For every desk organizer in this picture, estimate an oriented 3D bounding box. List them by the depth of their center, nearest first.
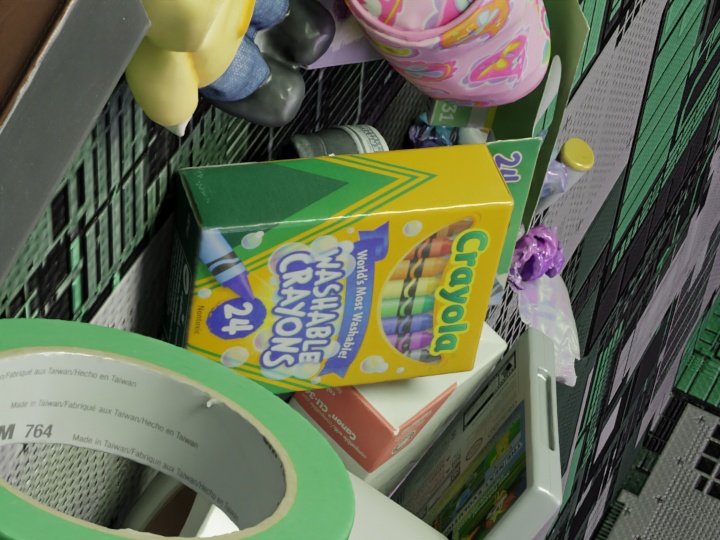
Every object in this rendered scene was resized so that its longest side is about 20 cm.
[{"bbox_3d":[-0.158,-0.032,0.847,0.201,0.077,0.072,-62,166,-15],"label":"desk organizer"}]

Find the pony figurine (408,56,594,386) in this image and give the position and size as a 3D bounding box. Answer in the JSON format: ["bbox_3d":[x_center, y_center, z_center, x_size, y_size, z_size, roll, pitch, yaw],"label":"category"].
[{"bbox_3d":[0.083,-0.037,1.593,0.200,0.165,0.194,122,-25,-45],"label":"pony figurine"}]

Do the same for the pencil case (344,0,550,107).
[{"bbox_3d":[0.045,-0.136,1.229,0.088,0.087,0.200,-66,167,0],"label":"pencil case"}]

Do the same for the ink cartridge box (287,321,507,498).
[{"bbox_3d":[-0.007,0.105,1.441,0.116,0.067,0.200,-35,163,-44],"label":"ink cartridge box"}]

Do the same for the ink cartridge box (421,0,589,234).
[{"bbox_3d":[0.075,-0.139,1.399,0.201,0.048,0.146,-99,-162,-50],"label":"ink cartridge box"}]

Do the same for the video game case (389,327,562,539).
[{"bbox_3d":[0.045,0.148,1.360,0.200,0.022,0.183,-52,-167,22],"label":"video game case"}]

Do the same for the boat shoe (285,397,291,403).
[{"bbox_3d":[-0.017,0.037,1.518,0.203,0.060,0.072,-68,166,8],"label":"boat shoe"}]

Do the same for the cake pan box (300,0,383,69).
[{"bbox_3d":[0.015,-0.200,1.274,0.185,0.052,0.200,-67,166,13],"label":"cake pan box"}]

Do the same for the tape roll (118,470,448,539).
[{"bbox_3d":[-0.062,0.189,1.288,0.203,0.139,0.203,-52,-167,17],"label":"tape roll"}]

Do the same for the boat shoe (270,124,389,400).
[{"bbox_3d":[-0.049,0.002,1.343,0.067,0.072,0.201,-6,141,-35],"label":"boat shoe"}]

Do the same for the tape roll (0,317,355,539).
[{"bbox_3d":[-0.102,0.089,0.997,0.200,0.199,0.048,-36,148,-64],"label":"tape roll"}]

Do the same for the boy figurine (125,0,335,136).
[{"bbox_3d":[-0.063,-0.122,1.088,0.125,0.064,0.200,-63,169,-2],"label":"boy figurine"}]

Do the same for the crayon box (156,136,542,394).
[{"bbox_3d":[0.000,0.000,1.277,0.126,0.198,0.052,101,-25,-42],"label":"crayon box"}]
